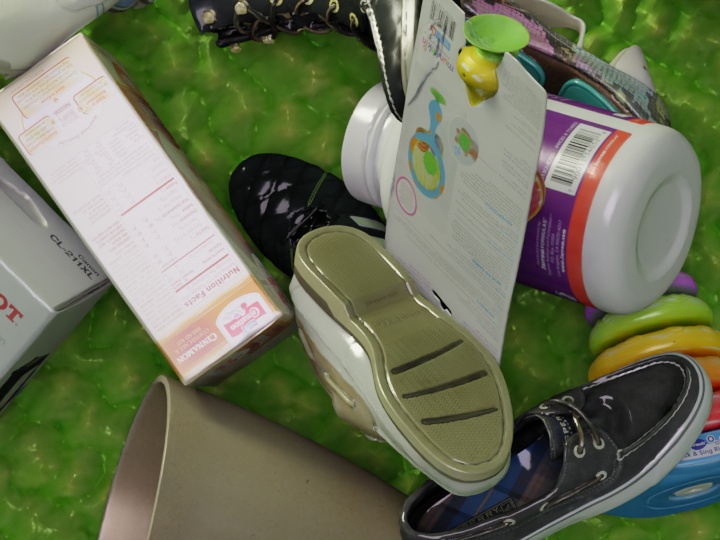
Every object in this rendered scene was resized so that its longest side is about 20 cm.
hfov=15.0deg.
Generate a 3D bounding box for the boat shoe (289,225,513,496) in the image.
[{"bbox_3d":[0.023,0.061,1.538,0.075,0.068,0.200,-12,46,-24],"label":"boat shoe"}]

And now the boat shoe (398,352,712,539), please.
[{"bbox_3d":[0.107,0.102,1.531,0.200,0.066,0.070,-30,58,1],"label":"boat shoe"}]

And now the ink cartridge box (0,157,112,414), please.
[{"bbox_3d":[-0.267,0.030,1.614,0.146,0.083,0.200,44,115,5],"label":"ink cartridge box"}]

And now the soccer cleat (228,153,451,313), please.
[{"bbox_3d":[0.000,0.000,1.638,0.200,0.081,0.068,43,90,5],"label":"soccer cleat"}]

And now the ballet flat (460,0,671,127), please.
[{"bbox_3d":[0.126,-0.121,1.650,0.200,0.069,0.071,35,58,7],"label":"ballet flat"}]

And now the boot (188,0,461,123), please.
[{"bbox_3d":[-0.021,-0.149,1.611,0.154,0.073,0.204,-17,50,17],"label":"boot"}]

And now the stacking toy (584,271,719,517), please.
[{"bbox_3d":[0.174,0.038,1.629,0.116,0.110,0.200,-11,71,-6],"label":"stacking toy"}]

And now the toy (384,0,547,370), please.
[{"bbox_3d":[0.069,-0.054,1.501,0.047,0.200,0.115,-21,48,-25],"label":"toy"}]

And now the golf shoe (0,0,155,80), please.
[{"bbox_3d":[-0.162,-0.179,1.576,0.097,0.200,0.078,-32,95,41],"label":"golf shoe"}]

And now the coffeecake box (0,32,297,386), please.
[{"bbox_3d":[-0.123,-0.031,1.610,0.073,0.154,0.200,-36,86,1],"label":"coffeecake box"}]

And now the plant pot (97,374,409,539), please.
[{"bbox_3d":[-0.044,0.175,1.598,0.200,0.187,0.187,15,88,-13],"label":"plant pot"}]

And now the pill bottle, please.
[{"bbox_3d":[0.091,-0.051,1.598,0.200,0.112,0.113,19,88,32],"label":"pill bottle"}]
